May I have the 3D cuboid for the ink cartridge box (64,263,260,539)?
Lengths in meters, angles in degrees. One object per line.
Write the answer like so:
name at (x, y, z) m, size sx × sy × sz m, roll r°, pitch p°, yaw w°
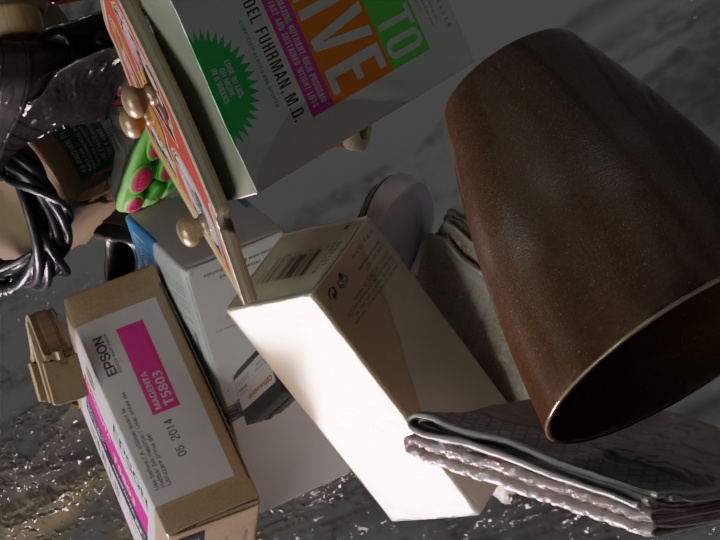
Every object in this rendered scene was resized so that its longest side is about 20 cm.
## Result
ink cartridge box at (-0.144, 0.124, 1.595) m, size 0.165 × 0.075 × 0.201 m, roll 97°, pitch 150°, yaw -62°

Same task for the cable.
cable at (-0.287, -0.057, 1.665) m, size 0.199 × 0.051 × 0.164 m, roll -4°, pitch 105°, yaw 44°

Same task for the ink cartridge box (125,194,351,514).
ink cartridge box at (-0.090, 0.054, 1.619) m, size 0.145 × 0.083 × 0.201 m, roll 36°, pitch 144°, yaw 61°

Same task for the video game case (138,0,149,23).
video game case at (-0.112, -0.204, 1.447) m, size 0.182 × 0.024 × 0.202 m, roll 180°, pitch 88°, yaw -65°

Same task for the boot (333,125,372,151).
boot at (-0.032, -0.171, 1.455) m, size 0.106 × 0.075 × 0.201 m, roll 11°, pitch 120°, yaw 19°

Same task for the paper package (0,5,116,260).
paper package at (-0.276, -0.113, 1.728) m, size 0.201 × 0.103 × 0.191 m, roll 55°, pitch 143°, yaw 4°

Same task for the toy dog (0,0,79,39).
toy dog at (-0.272, -0.182, 1.578) m, size 0.199 × 0.096 × 0.133 m, roll 6°, pitch 91°, yaw 48°

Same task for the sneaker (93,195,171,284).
sneaker at (-0.168, 0.036, 1.731) m, size 0.077 × 0.082 × 0.201 m, roll 10°, pitch 123°, yaw 44°

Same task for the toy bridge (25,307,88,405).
toy bridge at (-0.224, 0.062, 1.608) m, size 0.200 × 0.027 × 0.068 m, roll 165°, pitch 89°, yaw -78°

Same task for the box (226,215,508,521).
box at (0.014, 0.068, 1.460) m, size 0.095 × 0.078 × 0.200 m, roll -13°, pitch 122°, yaw 48°

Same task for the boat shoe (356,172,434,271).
boat shoe at (0.000, 0.000, 1.535) m, size 0.068 × 0.072 × 0.201 m, roll 37°, pitch 146°, yaw 22°

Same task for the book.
book at (-0.032, -0.146, 1.351) m, size 0.048 × 0.200 × 0.134 m, roll -8°, pitch 110°, yaw 49°

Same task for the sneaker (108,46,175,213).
sneaker at (-0.158, -0.137, 1.612) m, size 0.084 × 0.076 × 0.201 m, roll 31°, pitch 126°, yaw 36°

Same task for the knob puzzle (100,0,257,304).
knob puzzle at (-0.129, -0.095, 1.362) m, size 0.220 × 0.030 × 0.221 m, roll 90°, pitch 154°, yaw -71°

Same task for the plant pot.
plant pot at (0.137, -0.034, 1.286) m, size 0.201 × 0.186 × 0.187 m, roll 59°, pitch 145°, yaw 21°

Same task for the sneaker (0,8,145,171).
sneaker at (-0.215, -0.117, 1.531) m, size 0.200 × 0.103 × 0.060 m, roll 127°, pitch 133°, yaw -58°

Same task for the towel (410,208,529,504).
towel at (0.080, 0.063, 1.515) m, size 0.132 × 0.034 × 0.201 m, roll 39°, pitch 139°, yaw 24°

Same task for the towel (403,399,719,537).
towel at (0.156, 0.112, 1.348) m, size 0.199 × 0.190 × 0.033 m, roll 15°, pitch 103°, yaw 42°
